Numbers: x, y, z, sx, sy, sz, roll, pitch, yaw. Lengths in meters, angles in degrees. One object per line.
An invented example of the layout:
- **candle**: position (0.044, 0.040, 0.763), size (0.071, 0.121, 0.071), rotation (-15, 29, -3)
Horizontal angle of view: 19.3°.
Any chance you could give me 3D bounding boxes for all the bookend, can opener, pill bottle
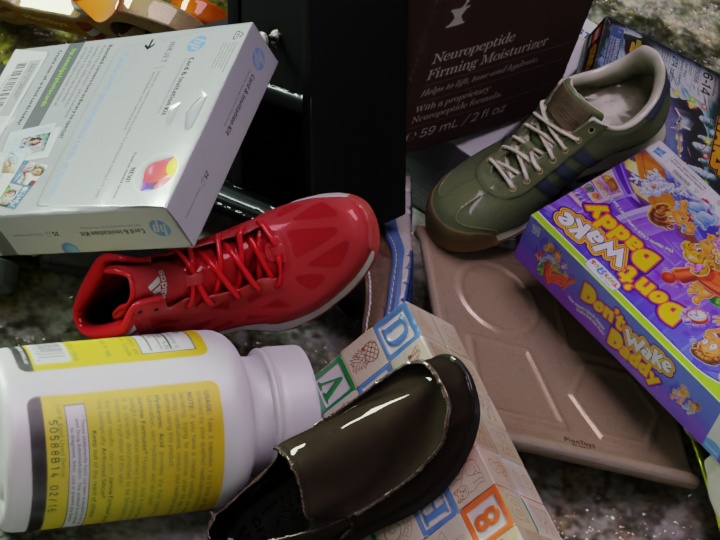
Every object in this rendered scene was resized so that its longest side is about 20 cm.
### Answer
- **bookend**: position (-0.068, -0.143, 1.427), size (0.198, 0.202, 0.092), rotation (24, 33, 39)
- **can opener**: position (-0.202, 0.000, 1.421), size (0.198, 0.053, 0.068), rotation (10, 78, -7)
- **pill bottle**: position (-0.129, 0.095, 1.298), size (0.198, 0.112, 0.112), rotation (-5, 49, -19)

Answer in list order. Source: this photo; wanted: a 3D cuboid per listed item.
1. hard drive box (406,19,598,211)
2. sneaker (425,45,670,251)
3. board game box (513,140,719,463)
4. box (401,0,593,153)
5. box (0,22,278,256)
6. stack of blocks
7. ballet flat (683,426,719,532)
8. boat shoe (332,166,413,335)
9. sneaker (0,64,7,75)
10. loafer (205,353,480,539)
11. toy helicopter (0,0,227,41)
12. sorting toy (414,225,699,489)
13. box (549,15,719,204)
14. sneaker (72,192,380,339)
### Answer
- **hard drive box**: position (0.070, -0.145, 1.600), size (0.155, 0.077, 0.200), rotation (33, 48, 15)
- **sneaker**: position (0.130, -0.092, 1.440), size (0.199, 0.090, 0.067), rotation (-27, 61, -20)
- **board game box**: position (0.219, 0.017, 1.411), size (0.134, 0.045, 0.200), rotation (-29, 64, -33)
- **box**: position (0.056, -0.219, 1.465), size (0.165, 0.201, 0.164), rotation (-19, 56, -34)
- **box**: position (-0.166, -0.082, 1.341), size (0.198, 0.041, 0.157), rotation (-4, 49, 32)
- **stack of blocks**: position (0.038, 0.135, 1.293), size (0.058, 0.115, 0.201), rotation (27, 30, -50)
- **ballet flat**: position (0.248, 0.119, 1.401), size (0.067, 0.067, 0.201), rotation (21, 42, -36)
- **boat shoe**: position (0.000, 0.000, 1.455), size (0.072, 0.073, 0.201), rotation (1, 34, 0)
- **sneaker**: position (-0.217, -0.095, 1.479), size (0.198, 0.076, 0.116), rotation (17, 43, 2)
- **loafer**: position (-0.013, 0.122, 1.248), size (0.071, 0.200, 0.073), rotation (20, 32, -54)
- **toy helicopter**: position (-0.201, -0.186, 1.542), size (0.198, 0.132, 0.080), rotation (14, 76, 22)
- **sorting toy**: position (0.127, 0.062, 1.432), size (0.184, 0.037, 0.201), rotation (15, 39, -24)
- **box**: position (0.210, -0.074, 1.537), size (0.136, 0.040, 0.201), rotation (25, 55, -12)
- **sneaker**: position (-0.090, 0.008, 1.324), size (0.079, 0.199, 0.115), rotation (66, 19, 9)
